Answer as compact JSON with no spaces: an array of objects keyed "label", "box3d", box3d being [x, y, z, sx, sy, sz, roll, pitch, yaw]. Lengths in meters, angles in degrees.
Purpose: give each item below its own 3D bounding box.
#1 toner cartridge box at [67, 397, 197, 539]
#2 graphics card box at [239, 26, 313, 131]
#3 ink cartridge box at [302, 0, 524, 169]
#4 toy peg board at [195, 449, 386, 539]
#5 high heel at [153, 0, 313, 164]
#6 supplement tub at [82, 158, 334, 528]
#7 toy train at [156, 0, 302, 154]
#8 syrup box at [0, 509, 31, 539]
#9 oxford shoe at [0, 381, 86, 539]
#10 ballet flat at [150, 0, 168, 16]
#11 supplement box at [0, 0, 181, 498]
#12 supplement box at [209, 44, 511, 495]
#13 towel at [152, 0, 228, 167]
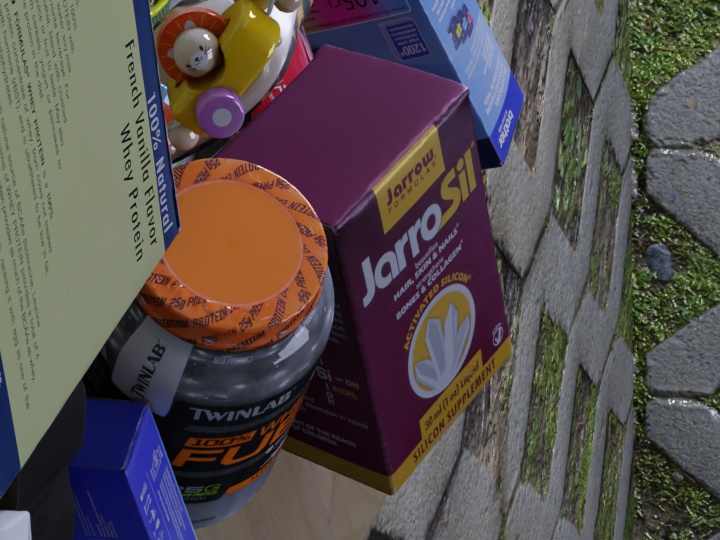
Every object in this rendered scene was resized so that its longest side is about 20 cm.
[{"label":"toner cartridge box","box3d":[-0.133,0.140,1.084,0.201,0.094,0.043,78,22,-47]},{"label":"graphics card box","box3d":[-0.041,-0.036,1.344,0.201,0.051,0.126,87,-12,-50]},{"label":"ink cartridge box","box3d":[0.018,-0.130,1.408,0.200,0.136,0.077,58,36,-36]},{"label":"toy peg board","box3d":[-0.084,0.140,1.322,0.199,0.097,0.201,-56,149,-33]},{"label":"high heel","box3d":[-0.072,-0.131,1.203,0.200,0.071,0.143,-55,-175,0]},{"label":"supplement tub","box3d":[-0.083,0.038,1.080,0.200,0.122,0.123,113,-8,-57]},{"label":"toy train","box3d":[-0.082,-0.125,1.058,0.201,0.056,0.150,-61,-157,-9]},{"label":"syrup box","box3d":[-0.204,0.153,0.849,0.200,0.078,0.082,-32,124,-72]},{"label":"oxford shoe","box3d":[-0.175,0.114,0.989,0.071,0.071,0.201,-44,153,-53]},{"label":"ballet flat","box3d":[-0.141,-0.138,1.037,0.200,0.067,0.067,-33,119,-71]},{"label":"supplement box","box3d":[-0.172,-0.056,0.810,0.200,0.134,0.201,-63,153,-56]},{"label":"supplement box","box3d":[0.000,0.000,1.181,0.131,0.103,0.201,-47,141,-33]},{"label":"towel","box3d":[-0.107,-0.124,1.256,0.200,0.023,0.153,72,26,-54]}]
